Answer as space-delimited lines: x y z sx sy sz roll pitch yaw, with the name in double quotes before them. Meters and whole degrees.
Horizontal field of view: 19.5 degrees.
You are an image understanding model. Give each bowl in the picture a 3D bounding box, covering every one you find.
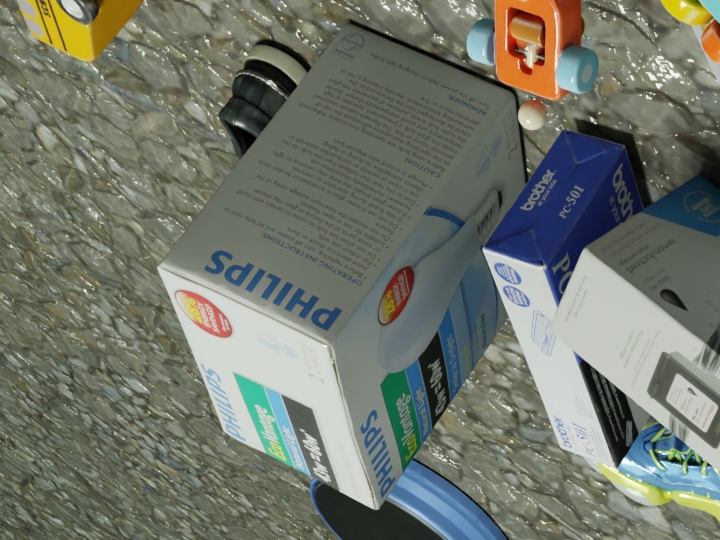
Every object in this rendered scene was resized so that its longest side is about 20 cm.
"bowl" 0.042 0.224 1.813 0.200 0.039 0.201 30 155 15

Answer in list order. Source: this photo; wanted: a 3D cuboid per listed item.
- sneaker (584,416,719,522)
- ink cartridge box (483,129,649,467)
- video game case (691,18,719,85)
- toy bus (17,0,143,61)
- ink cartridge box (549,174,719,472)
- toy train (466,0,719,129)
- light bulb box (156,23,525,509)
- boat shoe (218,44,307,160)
"sneaker" 0.234 0.116 1.344 0.199 0.076 0.105 28 143 1
"ink cartridge box" 0.136 0.021 1.239 0.044 0.094 0.201 19 150 33
"video game case" 0.264 -0.074 1.007 0.199 0.024 0.182 12 146 44
"toy bus" -0.186 -0.218 1.293 0.078 0.065 0.200 27 155 23
"ink cartridge box" 0.215 0.048 1.117 0.200 0.116 0.067 40 135 22
"toy train" 0.141 -0.130 0.996 0.199 0.056 0.151 19 128 37
"light bulb box" 0.000 0.000 1.272 0.124 0.200 0.199 25 154 24
"boat shoe" -0.050 -0.060 1.392 0.074 0.066 0.200 25 153 23
